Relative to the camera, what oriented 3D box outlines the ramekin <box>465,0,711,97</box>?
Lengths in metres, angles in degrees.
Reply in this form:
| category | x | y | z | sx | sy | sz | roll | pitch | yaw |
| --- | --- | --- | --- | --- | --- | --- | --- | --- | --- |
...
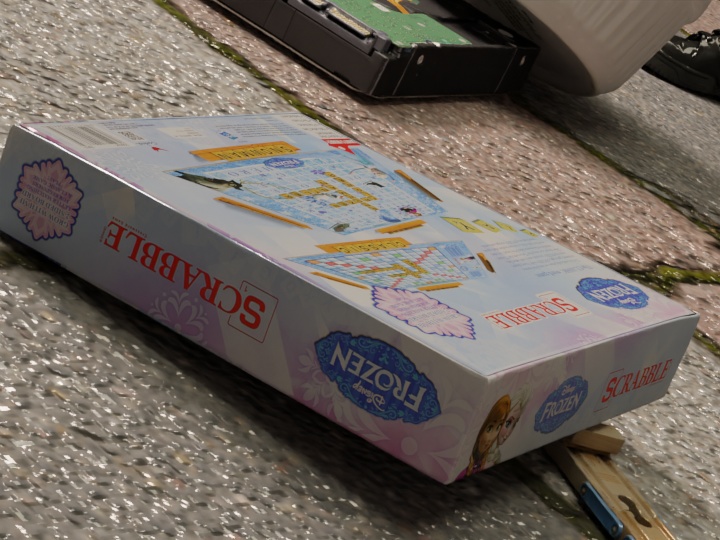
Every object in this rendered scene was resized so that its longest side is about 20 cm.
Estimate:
| category | x | y | z | sx | sy | sz | roll | pitch | yaw |
| --- | --- | --- | --- | --- | --- | --- | --- | --- | --- |
| ramekin | 0.109 | -0.191 | 1.298 | 0.202 | 0.094 | 0.202 | 37 | -5 | 4 |

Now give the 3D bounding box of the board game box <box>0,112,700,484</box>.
| category | x | y | z | sx | sy | sz | roll | pitch | yaw |
| --- | --- | --- | --- | --- | --- | --- | --- | --- | --- |
| board game box | 0.000 | 0.000 | 0.774 | 0.199 | 0.041 | 0.200 | 28 | 18 | 24 |

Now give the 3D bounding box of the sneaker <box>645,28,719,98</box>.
| category | x | y | z | sx | sy | sz | roll | pitch | yaw |
| --- | --- | --- | --- | --- | --- | --- | --- | --- | --- |
| sneaker | 0.310 | -0.171 | 1.588 | 0.199 | 0.104 | 0.060 | 22 | 19 | -15 |

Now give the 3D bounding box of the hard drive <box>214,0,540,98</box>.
| category | x | y | z | sx | sy | sz | roll | pitch | yaw |
| --- | --- | --- | --- | --- | --- | --- | --- | --- | --- |
| hard drive | 0.005 | -0.147 | 1.214 | 0.140 | 0.038 | 0.200 | 34 | 19 | 21 |

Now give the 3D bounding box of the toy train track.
| category | x | y | z | sx | sy | sz | roll | pitch | yaw |
| --- | --- | --- | --- | --- | --- | --- | --- | --- | --- |
| toy train track | 0.116 | 0.098 | 0.707 | 0.114 | 0.033 | 0.200 | 16 | 20 | -30 |
